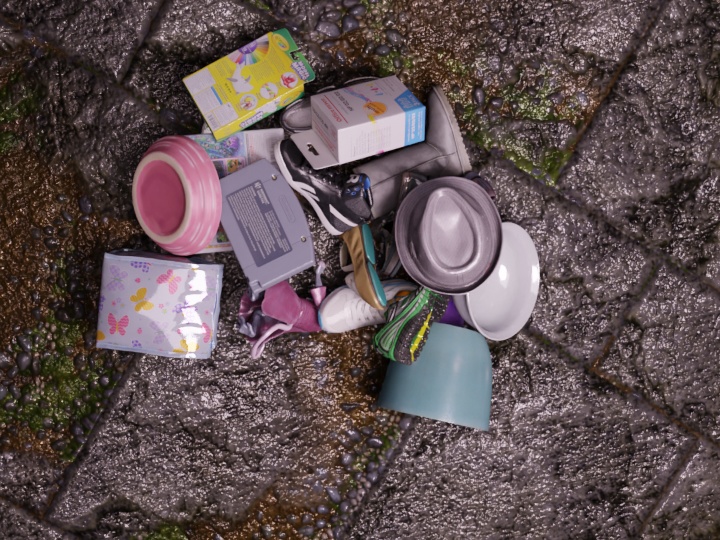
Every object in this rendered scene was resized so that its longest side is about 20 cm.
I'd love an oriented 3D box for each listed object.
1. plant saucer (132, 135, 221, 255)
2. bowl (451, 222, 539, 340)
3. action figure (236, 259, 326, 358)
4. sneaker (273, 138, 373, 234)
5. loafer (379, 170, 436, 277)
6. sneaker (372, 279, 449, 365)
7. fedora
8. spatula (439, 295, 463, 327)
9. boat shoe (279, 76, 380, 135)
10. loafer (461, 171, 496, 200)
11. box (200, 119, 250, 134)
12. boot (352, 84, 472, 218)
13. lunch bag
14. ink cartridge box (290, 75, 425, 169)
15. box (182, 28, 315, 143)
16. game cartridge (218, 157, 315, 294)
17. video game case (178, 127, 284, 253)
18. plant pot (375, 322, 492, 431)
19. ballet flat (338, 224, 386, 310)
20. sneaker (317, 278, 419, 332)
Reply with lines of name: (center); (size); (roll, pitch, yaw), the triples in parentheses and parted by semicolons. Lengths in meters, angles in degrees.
plant saucer: (-0.316, -0.123, 1.498); (0.199, 0.051, 0.203); (8, 104, 36)
bowl: (0.219, 0.015, 1.563); (0.200, 0.090, 0.203); (-6, 99, -41)
action figure: (-0.108, 0.069, 1.540); (0.199, 0.150, 0.134); (13, 126, -39)
sneaker: (-0.049, -0.158, 1.508); (0.111, 0.073, 0.200); (-20, 123, 31)
loafer: (0.067, -0.083, 1.554); (0.062, 0.072, 0.201); (19, 116, -10)
sneaker: (0.085, 0.061, 1.497); (0.201, 0.085, 0.078); (-54, 141, -30)
fedora: (0.141, -0.064, 1.431); (0.175, 0.090, 0.202); (-6, 80, 5)
spatula: (0.165, 0.007, 1.611); (0.056, 0.021, 0.202); (3, 94, -8)
boat shoe: (-0.044, -0.283, 1.539); (0.198, 0.060, 0.075); (-15, 96, -1)
loafer: (0.156, -0.078, 1.561); (0.063, 0.072, 0.201); (42, 101, 27)
box: (-0.230, -0.150, 1.561); (0.136, 0.040, 0.202); (16, 97, -6)
boot: (0.080, -0.206, 1.559); (0.198, 0.073, 0.183); (-18, 100, 6)
lunch bag: (-0.339, 0.058, 1.546); (0.198, 0.127, 0.172); (6, 96, 6)
ink cartridge box: (-0.007, -0.244, 1.467); (0.198, 0.115, 0.068); (-18, 135, -19)
box: (-0.184, -0.315, 1.507); (0.199, 0.048, 0.118); (-30, 77, -6)
game cartridge: (-0.158, -0.077, 1.480); (0.132, 0.042, 0.201); (-24, 77, -5)
video game case: (-0.213, -0.136, 1.532); (0.180, 0.024, 0.202); (-5, 99, -2)
plant pot: (0.139, 0.178, 1.555); (0.199, 0.201, 0.163); (13, 82, -5)
ballet flat: (0.000, 0.000, 1.534); (0.063, 0.201, 0.069); (-23, 133, 13)
sneaker: (0.021, 0.059, 1.554); (0.198, 0.081, 0.077); (-16, 103, -22)
